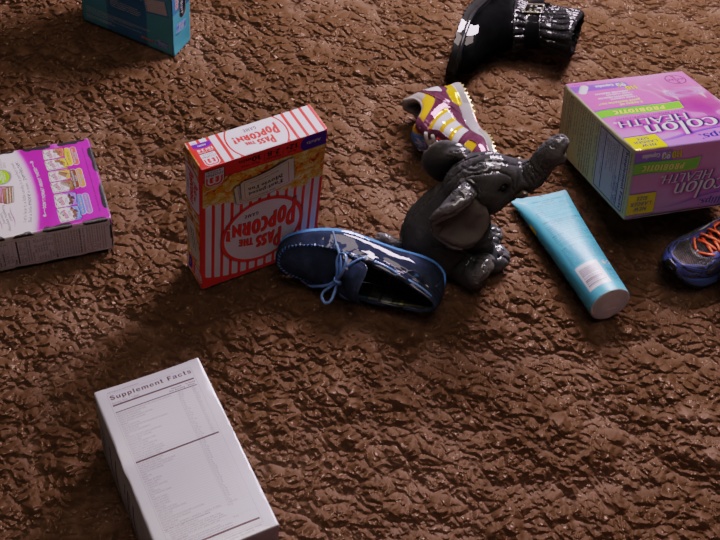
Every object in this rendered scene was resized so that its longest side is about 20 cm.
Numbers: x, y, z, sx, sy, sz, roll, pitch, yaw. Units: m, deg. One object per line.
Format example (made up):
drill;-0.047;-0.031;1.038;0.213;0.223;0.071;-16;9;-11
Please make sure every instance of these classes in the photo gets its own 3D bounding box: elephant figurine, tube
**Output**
elephant figurine;0.127;-0.088;1.297;0.155;0.200;0.141;-33;62;-29
tube;0.259;-0.029;1.370;0.077;0.050;0.200;-8;47;-19

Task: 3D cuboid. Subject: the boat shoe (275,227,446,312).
boat shoe;0.000;0.000;1.283;0.200;0.084;0.069;7;38;1

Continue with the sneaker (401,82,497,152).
sneaker;0.116;-0.162;1.448;0.090;0.075;0.200;-13;47;-7

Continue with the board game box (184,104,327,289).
board game box;-0.120;-0.080;1.259;0.151;0.200;0.046;-21;57;-22

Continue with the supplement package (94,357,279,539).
supplement package;-0.169;0.205;1.075;0.114;0.110;0.200;-17;55;-20

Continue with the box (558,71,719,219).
box;0.374;-0.165;1.426;0.176;0.097;0.200;-8;35;-13

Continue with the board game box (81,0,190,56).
board game box;-0.305;-0.403;1.502;0.151;0.200;0.047;23;51;11

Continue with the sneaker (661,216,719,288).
sneaker;0.453;-0.045;1.384;0.200;0.079;0.075;-24;57;-25

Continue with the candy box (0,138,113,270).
candy box;-0.401;-0.072;1.306;0.200;0.061;0.137;-11;53;-17

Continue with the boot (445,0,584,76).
boot;0.222;-0.328;1.588;0.158;0.080;0.211;23;51;12
